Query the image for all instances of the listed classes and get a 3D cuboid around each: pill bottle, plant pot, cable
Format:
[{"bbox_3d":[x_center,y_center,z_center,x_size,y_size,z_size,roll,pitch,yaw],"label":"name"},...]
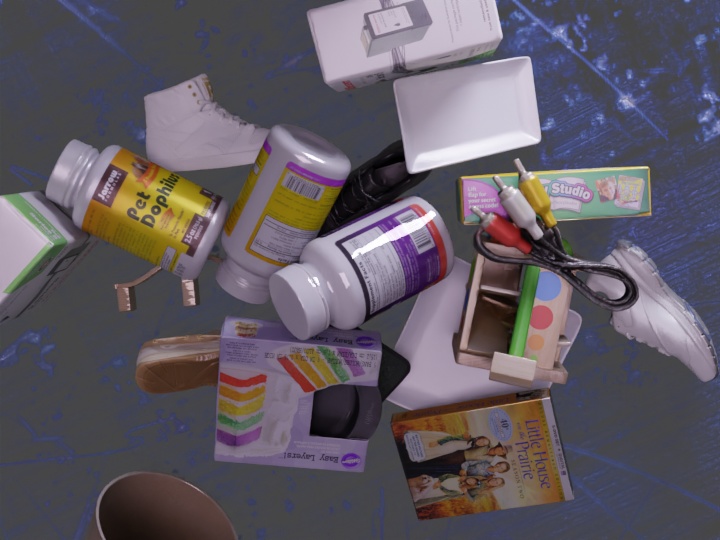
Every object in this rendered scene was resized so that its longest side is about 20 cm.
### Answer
[{"bbox_3d":[-0.264,-0.076,1.078,0.199,0.109,0.110,26,97,-9],"label":"pill bottle"},{"bbox_3d":[0.000,0.000,1.042,0.200,0.111,0.112,-27,94,-25],"label":"pill bottle"},{"bbox_3d":[-0.280,0.389,1.134,0.187,0.187,0.200,33,111,0],"label":"plant pot"},{"bbox_3d":[0.196,-0.015,0.934,0.200,0.050,0.097,43,92,0],"label":"cable"},{"bbox_3d":[-0.098,-0.062,1.062,0.104,0.104,0.200,30,111,1],"label":"pill bottle"}]

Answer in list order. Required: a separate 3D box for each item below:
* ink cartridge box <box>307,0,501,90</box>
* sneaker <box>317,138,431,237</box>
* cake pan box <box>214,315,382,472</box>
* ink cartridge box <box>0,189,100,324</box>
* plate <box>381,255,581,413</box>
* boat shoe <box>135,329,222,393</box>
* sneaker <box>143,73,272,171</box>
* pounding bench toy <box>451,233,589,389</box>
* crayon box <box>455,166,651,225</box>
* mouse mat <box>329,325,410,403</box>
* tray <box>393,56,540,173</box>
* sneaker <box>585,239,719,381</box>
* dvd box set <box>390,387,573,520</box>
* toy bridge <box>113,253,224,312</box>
[{"bbox_3d":[0.051,-0.271,1.039,0.199,0.146,0.084,-13,96,6],"label":"ink cartridge box"},{"bbox_3d":[-0.002,-0.094,1.096,0.200,0.091,0.076,-39,92,9],"label":"sneaker"},{"bbox_3d":[-0.074,0.153,1.098,0.199,0.052,0.185,7,119,-5],"label":"cake pan box"},{"bbox_3d":[-0.403,-0.017,1.079,0.084,0.200,0.146,44,97,-3],"label":"ink cartridge box"},{"bbox_3d":[0.146,0.104,1.134,0.199,0.032,0.200,25,96,2],"label":"plate"},{"bbox_3d":[-0.181,0.106,1.136,0.199,0.069,0.074,0,125,-17],"label":"boat shoe"},{"bbox_3d":[-0.171,-0.184,1.108,0.199,0.074,0.116,-3,99,6],"label":"sneaker"},{"bbox_3d":[0.180,0.035,1.009,0.124,0.200,0.157,11,97,3],"label":"pounding bench toy"},{"bbox_3d":[0.212,-0.085,1.040,0.199,0.173,0.059,-3,96,5],"label":"crayon box"},{"bbox_3d":[-0.054,0.145,1.125,0.161,0.008,0.200,33,113,-15],"label":"mouse mat"},{"bbox_3d":[0.125,-0.185,1.068,0.199,0.022,0.108,-16,102,-27],"label":"tray"},{"bbox_3d":[0.357,0.058,1.105,0.087,0.074,0.200,-41,85,19],"label":"sneaker"},{"bbox_3d":[0.150,0.230,1.119,0.199,0.029,0.147,-11,107,14],"label":"dvd box set"},{"bbox_3d":[-0.218,0.012,1.154,0.199,0.027,0.068,-5,93,5],"label":"toy bridge"}]
